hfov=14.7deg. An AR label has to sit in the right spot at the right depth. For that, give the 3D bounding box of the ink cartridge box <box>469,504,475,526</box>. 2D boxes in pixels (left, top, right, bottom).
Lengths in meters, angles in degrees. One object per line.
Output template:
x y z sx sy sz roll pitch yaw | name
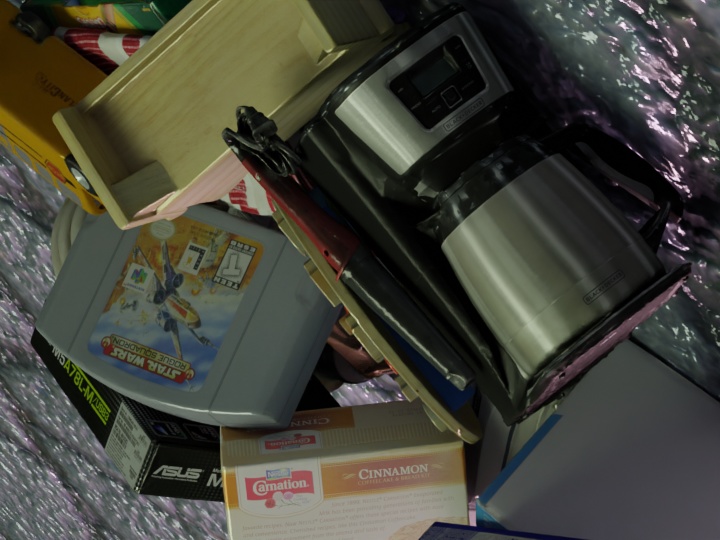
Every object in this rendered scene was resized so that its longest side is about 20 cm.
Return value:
0.046 0.246 1.969 0.146 0.201 0.147 5 -174 -36 | ink cartridge box

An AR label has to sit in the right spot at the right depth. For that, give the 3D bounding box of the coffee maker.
0.059 -0.022 1.531 0.200 0.135 0.192 52 140 8 | coffee maker

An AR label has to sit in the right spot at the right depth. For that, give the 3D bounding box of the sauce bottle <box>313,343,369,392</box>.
-0.044 0.060 2.055 0.065 0.065 0.200 50 158 -17 | sauce bottle

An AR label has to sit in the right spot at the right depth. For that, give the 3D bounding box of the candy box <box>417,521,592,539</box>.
0.116 0.232 1.626 0.169 0.077 0.200 50 160 -17 | candy box

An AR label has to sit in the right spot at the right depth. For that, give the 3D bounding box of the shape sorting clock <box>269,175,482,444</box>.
0.005 0.021 1.624 0.200 0.039 0.200 52 -178 -2 | shape sorting clock

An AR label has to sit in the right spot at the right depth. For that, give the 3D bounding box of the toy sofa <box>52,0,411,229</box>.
-0.072 -0.114 1.602 0.200 0.098 0.083 -39 80 33 | toy sofa

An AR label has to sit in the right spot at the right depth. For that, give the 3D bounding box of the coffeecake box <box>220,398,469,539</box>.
-0.005 0.191 1.794 0.073 0.153 0.201 -101 5 -68 | coffeecake box

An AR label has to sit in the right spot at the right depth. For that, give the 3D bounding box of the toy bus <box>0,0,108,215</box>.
-0.196 -0.101 1.787 0.200 0.065 0.078 37 160 27 | toy bus

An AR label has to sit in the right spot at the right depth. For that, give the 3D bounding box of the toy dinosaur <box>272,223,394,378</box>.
-0.053 0.009 1.853 0.200 0.058 0.101 42 161 6 | toy dinosaur

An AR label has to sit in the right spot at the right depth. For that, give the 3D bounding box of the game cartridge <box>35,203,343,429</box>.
-0.112 0.024 1.796 0.200 0.133 0.042 19 165 31 | game cartridge

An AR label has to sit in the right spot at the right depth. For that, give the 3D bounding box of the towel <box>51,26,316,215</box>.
-0.110 -0.092 1.757 0.200 0.023 0.144 13 145 55 | towel

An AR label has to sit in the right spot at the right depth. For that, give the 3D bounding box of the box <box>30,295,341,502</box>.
-0.102 0.092 1.901 0.193 0.048 0.200 7 -155 -33 | box

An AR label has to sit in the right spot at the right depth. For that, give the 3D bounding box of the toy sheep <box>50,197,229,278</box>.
-0.159 -0.016 2.020 0.138 0.138 0.200 41 161 7 | toy sheep

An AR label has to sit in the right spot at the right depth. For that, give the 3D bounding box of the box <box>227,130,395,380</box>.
0.000 0.000 1.875 0.200 0.041 0.156 42 161 7 | box

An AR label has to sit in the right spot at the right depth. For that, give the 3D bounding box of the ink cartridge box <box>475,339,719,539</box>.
0.170 0.173 1.734 0.146 0.147 0.200 36 159 19 | ink cartridge box

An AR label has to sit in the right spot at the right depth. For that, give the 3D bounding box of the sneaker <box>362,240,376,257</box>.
0.040 -0.035 1.679 0.200 0.075 0.079 23 149 42 | sneaker

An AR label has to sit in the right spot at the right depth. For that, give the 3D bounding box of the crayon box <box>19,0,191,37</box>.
-0.126 -0.145 1.800 0.119 0.058 0.200 51 159 -23 | crayon box

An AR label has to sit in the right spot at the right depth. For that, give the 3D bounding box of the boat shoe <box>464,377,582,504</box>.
0.109 0.072 1.771 0.071 0.070 0.200 -112 23 -43 | boat shoe

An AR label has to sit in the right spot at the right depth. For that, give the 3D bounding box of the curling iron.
-0.009 -0.011 1.515 0.200 0.026 0.050 50 171 9 | curling iron
